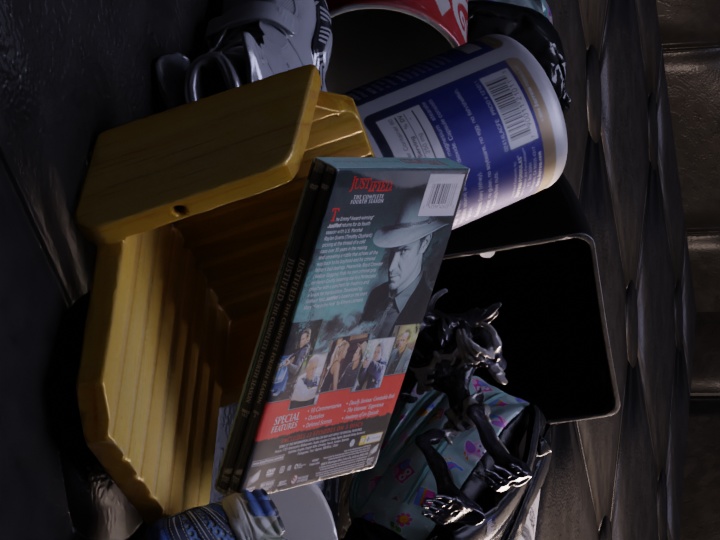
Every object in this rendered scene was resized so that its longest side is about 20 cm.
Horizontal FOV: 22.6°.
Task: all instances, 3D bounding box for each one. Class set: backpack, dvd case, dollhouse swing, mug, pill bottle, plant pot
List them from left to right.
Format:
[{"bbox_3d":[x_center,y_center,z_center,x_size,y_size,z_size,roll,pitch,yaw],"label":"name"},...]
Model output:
[{"bbox_3d":[-0.058,0.030,1.017,0.200,0.181,0.176,67,6,-52],"label":"dollhouse swing"},{"bbox_3d":[-0.008,0.031,1.041,0.146,0.022,0.201,-6,118,-56],"label":"dvd case"},{"bbox_3d":[0.026,-0.227,1.357,0.178,0.133,0.200,94,4,-47],"label":"mug"},{"bbox_3d":[0.031,-0.076,1.226,0.116,0.199,0.116,53,-23,35],"label":"pill bottle"},{"bbox_3d":[0.068,0.177,1.428,0.200,0.126,0.167,-56,156,-23],"label":"backpack"},{"bbox_3d":[0.097,-0.211,1.542,0.200,0.166,0.127,-87,180,-62],"label":"backpack"},{"bbox_3d":[0.103,0.006,1.534,0.178,0.199,0.200,-90,168,-51],"label":"plant pot"}]

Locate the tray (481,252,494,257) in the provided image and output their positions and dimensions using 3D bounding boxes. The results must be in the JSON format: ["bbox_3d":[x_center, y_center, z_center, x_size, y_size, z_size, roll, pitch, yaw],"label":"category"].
[{"bbox_3d":[0.123,-0.066,1.737,0.200,0.022,0.108,71,23,-46],"label":"tray"}]

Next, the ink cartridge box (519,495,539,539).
[{"bbox_3d":[0.109,0.247,1.688,0.147,0.083,0.200,68,27,-48],"label":"ink cartridge box"}]

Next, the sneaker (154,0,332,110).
[{"bbox_3d":[-0.070,-0.137,1.122,0.115,0.075,0.201,41,41,-59],"label":"sneaker"}]

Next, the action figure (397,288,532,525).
[{"bbox_3d":[0.062,0.084,1.347,0.102,0.119,0.200,46,20,-49],"label":"action figure"}]

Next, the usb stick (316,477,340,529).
[{"bbox_3d":[-0.033,0.138,1.306,0.055,0.032,0.201,39,51,-60],"label":"usb stick"}]

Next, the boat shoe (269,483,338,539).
[{"bbox_3d":[-0.042,0.227,1.217,0.069,0.072,0.201,-117,-166,-78],"label":"boat shoe"}]

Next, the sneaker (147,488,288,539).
[{"bbox_3d":[-0.100,0.204,1.018,0.077,0.085,0.201,-121,-146,-49],"label":"sneaker"}]
